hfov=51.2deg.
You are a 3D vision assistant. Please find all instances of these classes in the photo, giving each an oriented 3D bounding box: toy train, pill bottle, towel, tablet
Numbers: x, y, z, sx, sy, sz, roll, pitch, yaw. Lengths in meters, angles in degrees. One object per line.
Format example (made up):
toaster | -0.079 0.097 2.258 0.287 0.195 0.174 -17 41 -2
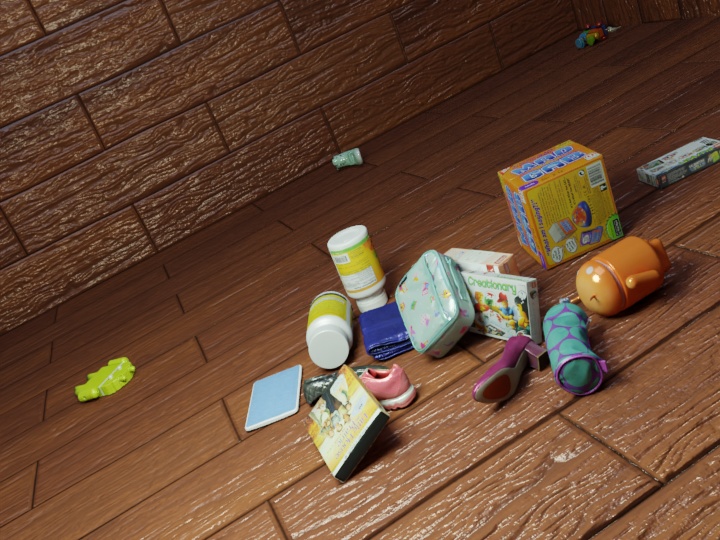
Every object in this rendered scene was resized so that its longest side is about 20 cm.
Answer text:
toy train | 1.108 -1.102 3.520 0.115 0.086 0.199 -43 25 -18
pill bottle | 0.000 0.000 1.912 0.108 0.204 0.112 -20 20 8
towel | 0.074 0.136 1.732 0.144 0.051 0.201 -17 20 0
pill bottle | -0.072 0.140 1.778 0.112 0.117 0.201 -21 20 8
tablet | -0.194 0.287 1.707 0.127 0.014 0.201 -22 22 7

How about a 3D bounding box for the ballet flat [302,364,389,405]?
ballet flat | -0.030 0.240 1.609 0.195 0.058 0.066 -15 -6 11

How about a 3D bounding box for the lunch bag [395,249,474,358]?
lunch bag | 0.155 0.063 1.582 0.161 0.076 0.203 -52 40 33

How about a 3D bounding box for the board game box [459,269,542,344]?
board game box | 0.282 0.072 1.527 0.034 0.130 0.198 -15 13 -31

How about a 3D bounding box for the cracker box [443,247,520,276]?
cracker box | 0.266 0.029 1.640 0.057 0.137 0.198 -32 21 -27

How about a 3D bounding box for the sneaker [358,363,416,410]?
sneaker | 0.011 0.235 1.497 0.195 0.088 0.074 -18 20 18

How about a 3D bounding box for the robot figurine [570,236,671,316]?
robot figurine | 0.500 0.011 1.446 0.197 0.118 0.144 -28 45 -11

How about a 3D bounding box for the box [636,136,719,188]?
box | 0.815 -0.274 1.901 0.196 0.035 0.110 -25 21 -1

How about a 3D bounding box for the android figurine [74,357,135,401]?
android figurine | -0.746 0.320 2.208 0.196 0.042 0.183 -15 22 29

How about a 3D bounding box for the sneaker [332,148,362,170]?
sneaker | -0.061 -0.489 3.341 0.116 0.076 0.200 -21 10 -12

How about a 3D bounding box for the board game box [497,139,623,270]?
board game box | 0.468 -0.160 1.775 0.195 0.204 0.200 -23 20 1

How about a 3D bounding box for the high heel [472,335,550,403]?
high heel | 0.256 0.180 1.381 0.197 0.069 0.095 -19 25 -33

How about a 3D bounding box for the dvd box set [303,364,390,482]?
dvd box set | -0.031 0.281 1.408 0.148 0.029 0.200 -54 27 3

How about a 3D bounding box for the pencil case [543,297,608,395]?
pencil case | 0.377 0.134 1.334 0.090 0.087 0.201 -18 22 15
